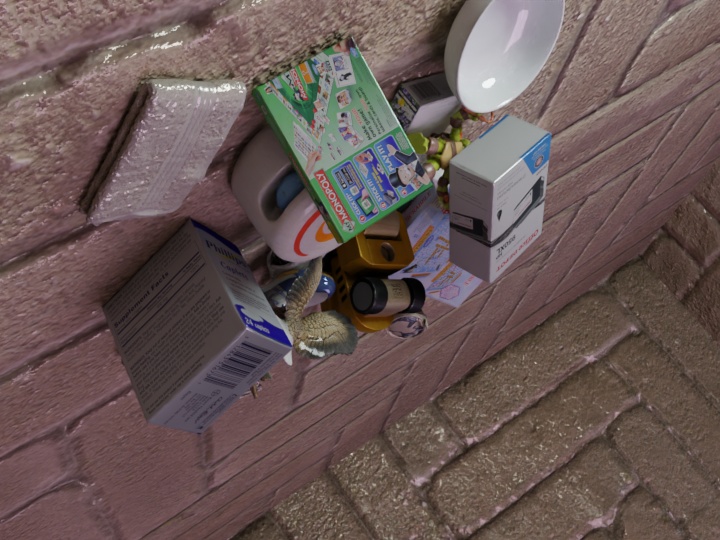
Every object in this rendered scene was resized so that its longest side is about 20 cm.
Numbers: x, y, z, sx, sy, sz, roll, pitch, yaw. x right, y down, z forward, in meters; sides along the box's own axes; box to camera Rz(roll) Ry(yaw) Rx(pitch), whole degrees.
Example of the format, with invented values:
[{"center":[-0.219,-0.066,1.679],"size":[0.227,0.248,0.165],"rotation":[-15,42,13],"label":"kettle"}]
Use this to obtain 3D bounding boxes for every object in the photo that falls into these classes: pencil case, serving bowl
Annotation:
[{"center":[0.078,0.040,1.634],"size":[0.089,0.201,0.078],"rotation":[-20,133,13],"label":"pencil case"},{"center":[0.182,-0.315,1.163],"size":[0.199,0.066,0.201],"rotation":[-31,145,-25],"label":"serving bowl"}]

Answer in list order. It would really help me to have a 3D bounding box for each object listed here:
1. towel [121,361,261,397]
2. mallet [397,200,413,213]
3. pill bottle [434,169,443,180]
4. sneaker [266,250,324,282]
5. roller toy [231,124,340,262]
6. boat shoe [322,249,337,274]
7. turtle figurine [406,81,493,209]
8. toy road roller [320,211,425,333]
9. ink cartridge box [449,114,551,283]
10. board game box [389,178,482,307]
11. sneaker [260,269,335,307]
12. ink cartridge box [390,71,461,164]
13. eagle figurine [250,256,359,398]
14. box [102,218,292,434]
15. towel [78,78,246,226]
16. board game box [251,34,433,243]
[{"center":[-0.249,0.146,1.276],"size":[0.132,0.199,0.035],"rotation":[-14,116,-42],"label":"towel"},{"center":[0.041,-0.137,1.400],"size":[0.066,0.041,0.200],"rotation":[-37,158,-2],"label":"mallet"},{"center":[0.162,-0.114,1.545],"size":[0.119,0.120,0.200],"rotation":[-31,160,-22],"label":"pill bottle"},{"center":[-0.118,-0.010,1.370],"size":[0.070,0.073,0.200],"rotation":[4,137,-32],"label":"sneaker"},{"center":[-0.060,-0.105,1.115],"size":[0.182,0.140,0.200],"rotation":[-31,161,-21],"label":"roller toy"},{"center":[-0.022,-0.031,1.467],"size":[0.074,0.074,0.200],"rotation":[-57,163,23],"label":"boat shoe"},{"center":[0.120,-0.177,1.249],"size":[0.161,0.064,0.201],"rotation":[-19,132,-48],"label":"turtle figurine"},{"center":[0.000,0.000,1.378],"size":[0.122,0.202,0.145],"rotation":[2,160,-45],"label":"toy road roller"},{"center":[0.206,-0.104,1.291],"size":[0.144,0.084,0.201],"rotation":[-40,144,-29],"label":"ink cartridge box"},{"center":[0.144,-0.040,1.462],"size":[0.198,0.041,0.200],"rotation":[20,126,-30],"label":"board game box"},{"center":[-0.132,0.061,1.331],"size":[0.198,0.089,0.076],"rotation":[-14,139,9],"label":"sneaker"},{"center":[0.069,-0.197,1.285],"size":[0.109,0.050,0.200],"rotation":[-24,158,-39],"label":"ink cartridge box"},{"center":[-0.089,0.063,1.223],"size":[0.199,0.151,0.152],"rotation":[-27,154,-26],"label":"eagle figurine"},{"center":[-0.215,0.074,1.125],"size":[0.184,0.201,0.105],"rotation":[-42,145,13],"label":"box"},{"center":[-0.215,-0.127,0.942],"size":[0.132,0.035,0.200],"rotation":[-16,151,-51],"label":"towel"},{"center":[-0.019,-0.152,1.007],"size":[0.134,0.201,0.029],"rotation":[-32,-171,-16],"label":"board game box"}]
